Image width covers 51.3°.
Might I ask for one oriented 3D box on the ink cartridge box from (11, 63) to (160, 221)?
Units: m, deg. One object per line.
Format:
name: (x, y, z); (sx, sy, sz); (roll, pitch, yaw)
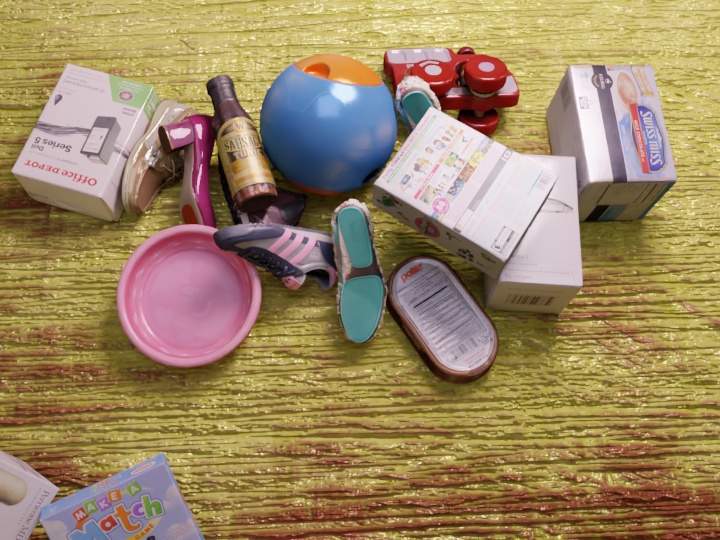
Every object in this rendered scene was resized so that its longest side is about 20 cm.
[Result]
ink cartridge box: (-0.405, -0.193, 1.132); (0.145, 0.084, 0.201); (15, 69, 5)

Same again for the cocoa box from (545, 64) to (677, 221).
cocoa box: (0.371, -0.190, 1.127); (0.131, 0.133, 0.201); (-2, 69, -3)

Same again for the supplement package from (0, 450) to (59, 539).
supplement package: (-0.496, 0.262, 0.866); (0.200, 0.150, 0.152); (41, 66, -32)

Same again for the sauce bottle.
sauce bottle: (-0.175, -0.183, 1.066); (0.066, 0.066, 0.201); (-19, 76, -9)

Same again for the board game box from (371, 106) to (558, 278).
board game box: (0.138, -0.107, 1.004); (0.200, 0.064, 0.148); (32, 71, 11)

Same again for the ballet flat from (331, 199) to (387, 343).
ballet flat: (0.000, 0.000, 1.058); (0.075, 0.064, 0.201); (-2, 96, 4)

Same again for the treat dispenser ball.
treat dispenser ball: (-0.046, -0.210, 1.087); (0.200, 0.201, 0.202); (1, 68, -1)

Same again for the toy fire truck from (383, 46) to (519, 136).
toy fire truck: (0.143, -0.303, 1.188); (0.199, 0.112, 0.168); (-5, 50, -5)

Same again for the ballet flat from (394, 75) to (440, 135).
ballet flat: (0.107, -0.206, 1.113); (0.075, 0.200, 0.064); (-18, 40, 11)

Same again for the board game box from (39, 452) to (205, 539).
board game box: (-0.266, 0.339, 0.898); (0.151, 0.037, 0.201); (-24, 105, -10)

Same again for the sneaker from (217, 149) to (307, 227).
sneaker: (-0.143, -0.122, 1.129); (0.115, 0.076, 0.201); (-13, 74, -18)

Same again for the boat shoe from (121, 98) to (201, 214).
boat shoe: (-0.299, -0.172, 1.133); (0.066, 0.074, 0.201); (13, 69, 9)

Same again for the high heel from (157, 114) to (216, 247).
high heel: (-0.224, -0.131, 1.111); (0.096, 0.067, 0.201); (-22, 103, -37)

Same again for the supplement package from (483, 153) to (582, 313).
supplement package: (0.243, -0.052, 1.078); (0.116, 0.117, 0.201); (3, 68, 0)

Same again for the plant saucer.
plant saucer: (-0.238, 0.038, 1.055); (0.200, 0.051, 0.201); (0, 76, -1)

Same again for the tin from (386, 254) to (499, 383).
tin: (0.117, 0.066, 1.072); (0.112, 0.042, 0.200); (-31, 72, -17)

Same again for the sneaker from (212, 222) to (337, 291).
sneaker: (-0.110, -0.017, 1.039); (0.199, 0.070, 0.082); (6, 73, -37)
